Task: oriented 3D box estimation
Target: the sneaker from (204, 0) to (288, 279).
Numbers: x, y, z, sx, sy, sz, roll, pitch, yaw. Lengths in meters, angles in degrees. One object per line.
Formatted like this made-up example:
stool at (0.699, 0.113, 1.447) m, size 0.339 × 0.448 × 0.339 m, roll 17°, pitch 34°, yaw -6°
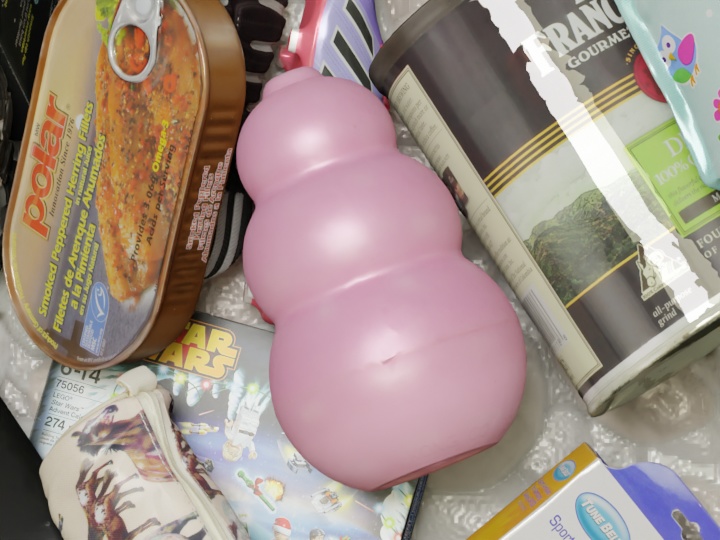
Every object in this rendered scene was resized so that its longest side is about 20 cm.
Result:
sneaker at (-0.107, -0.100, 1.439) m, size 0.115 × 0.076 × 0.201 m, roll 6°, pitch 83°, yaw 32°

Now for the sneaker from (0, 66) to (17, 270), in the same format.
sneaker at (-0.216, -0.051, 1.393) m, size 0.084 × 0.200 × 0.077 m, roll 10°, pitch 64°, yaw 2°

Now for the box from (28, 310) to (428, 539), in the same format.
box at (-0.067, 0.096, 1.437) m, size 0.199 × 0.040 × 0.138 m, roll 15°, pitch 84°, yaw 9°

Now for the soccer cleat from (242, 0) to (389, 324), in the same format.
soccer cleat at (-0.009, -0.065, 1.442) m, size 0.076 × 0.067 × 0.201 m, roll 11°, pitch 85°, yaw -7°

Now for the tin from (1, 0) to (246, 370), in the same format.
tin at (-0.116, -0.050, 1.384) m, size 0.112 × 0.042 × 0.201 m, roll 25°, pitch 109°, yaw 31°

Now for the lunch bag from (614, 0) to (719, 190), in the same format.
lunch bag at (0.194, -0.163, 1.283) m, size 0.170 × 0.122 × 0.201 m, roll -33°, pitch 76°, yaw 35°

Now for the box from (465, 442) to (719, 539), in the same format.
box at (0.089, 0.179, 1.389) m, size 0.200 × 0.041 × 0.119 m, roll -39°, pitch 102°, yaw -1°

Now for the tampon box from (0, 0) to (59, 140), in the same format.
tampon box at (-0.222, -0.174, 1.394) m, size 0.125 × 0.200 × 0.151 m, roll 3°, pitch 66°, yaw 8°

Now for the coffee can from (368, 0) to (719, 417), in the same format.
coffee can at (0.117, -0.052, 1.378) m, size 0.146 × 0.146 × 0.201 m, roll -33°, pitch 81°, yaw 2°

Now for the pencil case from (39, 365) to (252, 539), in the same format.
pencil case at (-0.079, 0.147, 1.356) m, size 0.089 × 0.078 × 0.201 m, roll -44°, pitch 67°, yaw 27°

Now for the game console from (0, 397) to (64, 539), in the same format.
game console at (-0.261, 0.121, 1.446) m, size 0.175 × 0.117 × 0.200 m, roll -29°, pitch 68°, yaw -22°

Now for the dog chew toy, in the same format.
dog chew toy at (0.000, 0.000, 1.357) m, size 0.124 × 0.125 × 0.201 m, roll -22°, pitch 82°, yaw 4°
